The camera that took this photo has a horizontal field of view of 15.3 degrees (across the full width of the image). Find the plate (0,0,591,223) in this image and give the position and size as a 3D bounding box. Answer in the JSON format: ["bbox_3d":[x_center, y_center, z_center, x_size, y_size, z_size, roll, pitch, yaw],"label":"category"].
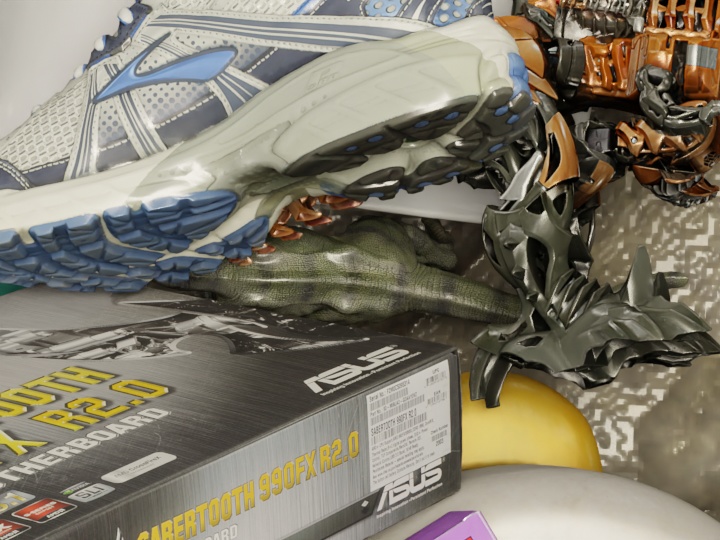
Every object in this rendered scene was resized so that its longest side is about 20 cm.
[{"bbox_3d":[-0.015,-0.117,0.830,0.199,0.032,0.200,5,113,-13],"label":"plate"}]

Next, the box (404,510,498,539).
[{"bbox_3d":[0.025,0.187,0.750,0.137,0.039,0.200,-31,91,-13],"label":"box"}]

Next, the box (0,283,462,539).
[{"bbox_3d":[-0.091,0.056,0.759,0.158,0.200,0.048,11,111,37],"label":"box"}]

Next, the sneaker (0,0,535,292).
[{"bbox_3d":[-0.047,-0.052,0.800,0.200,0.077,0.085,-17,71,17],"label":"sneaker"}]

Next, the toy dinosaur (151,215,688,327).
[{"bbox_3d":[0.000,0.000,0.893,0.200,0.088,0.047,5,92,-10],"label":"toy dinosaur"}]

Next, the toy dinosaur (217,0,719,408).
[{"bbox_3d":[0.060,-0.033,0.822,0.200,0.102,0.136,-19,81,31],"label":"toy dinosaur"}]

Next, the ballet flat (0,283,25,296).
[{"bbox_3d":[-0.122,-0.025,0.914,0.200,0.069,0.071,-48,57,14],"label":"ballet flat"}]

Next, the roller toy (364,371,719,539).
[{"bbox_3d":[0.049,0.151,0.850,0.182,0.140,0.200,-43,93,-7],"label":"roller toy"}]
